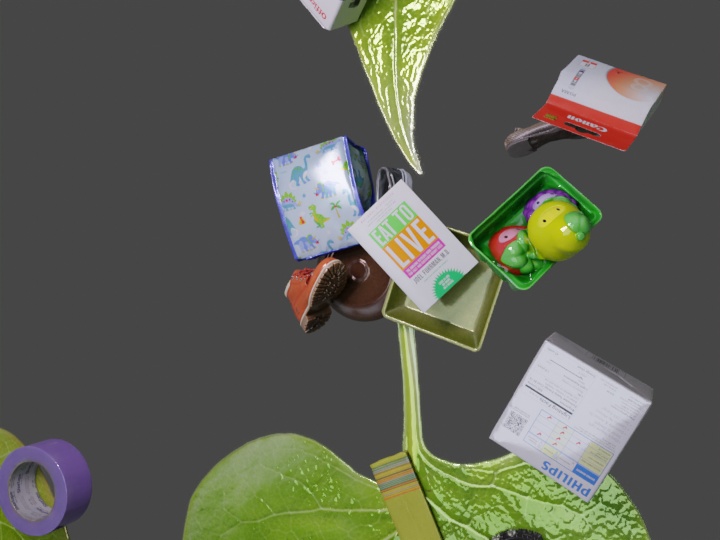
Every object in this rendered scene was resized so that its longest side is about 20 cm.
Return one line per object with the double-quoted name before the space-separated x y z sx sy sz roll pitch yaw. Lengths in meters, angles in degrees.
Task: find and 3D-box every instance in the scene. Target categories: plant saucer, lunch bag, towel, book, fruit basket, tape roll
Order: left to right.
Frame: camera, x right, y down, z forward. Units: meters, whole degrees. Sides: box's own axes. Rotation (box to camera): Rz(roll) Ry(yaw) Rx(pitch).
"tape roll" -0.712 0.486 1.858 0.200 0.085 0.200 0 91 21
"lunch bag" -0.063 -0.130 1.562 0.170 0.127 0.200 -16 76 21
"plant saucer" 0.000 0.000 1.588 0.200 0.037 0.201 1 92 21
"towel" 0.091 0.450 1.575 0.086 0.018 0.200 -26 83 26
"book" 0.091 -0.043 1.458 0.134 0.048 0.200 -44 92 2
"plant saucer" 0.162 0.023 1.518 0.200 0.048 0.200 20 98 20
"fruit basket" 0.297 -0.069 1.355 0.156 0.216 0.216 45 106 15

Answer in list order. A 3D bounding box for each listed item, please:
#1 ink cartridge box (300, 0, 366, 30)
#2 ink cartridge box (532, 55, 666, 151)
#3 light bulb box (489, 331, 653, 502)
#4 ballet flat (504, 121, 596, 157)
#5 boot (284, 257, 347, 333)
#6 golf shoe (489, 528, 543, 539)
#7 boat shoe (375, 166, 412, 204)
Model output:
"ink cartridge box" -0.043 -0.568 1.515 0.144 0.084 0.200 52 144 13
"ink cartridge box" 0.391 -0.278 1.344 0.162 0.200 0.050 26 130 19
"light bulb box" 0.359 0.244 1.403 0.198 0.125 0.200 32 103 17
"ballet flat" 0.347 -0.250 1.437 0.200 0.067 0.046 -18 52 24
"boot" -0.093 0.024 1.571 0.107 0.075 0.200 56 143 23
"golf shoe" 0.251 0.532 1.492 0.200 0.077 0.088 -28 101 22
"boat shoe" 0.052 -0.094 1.512 0.072 0.071 0.200 -22 64 50
